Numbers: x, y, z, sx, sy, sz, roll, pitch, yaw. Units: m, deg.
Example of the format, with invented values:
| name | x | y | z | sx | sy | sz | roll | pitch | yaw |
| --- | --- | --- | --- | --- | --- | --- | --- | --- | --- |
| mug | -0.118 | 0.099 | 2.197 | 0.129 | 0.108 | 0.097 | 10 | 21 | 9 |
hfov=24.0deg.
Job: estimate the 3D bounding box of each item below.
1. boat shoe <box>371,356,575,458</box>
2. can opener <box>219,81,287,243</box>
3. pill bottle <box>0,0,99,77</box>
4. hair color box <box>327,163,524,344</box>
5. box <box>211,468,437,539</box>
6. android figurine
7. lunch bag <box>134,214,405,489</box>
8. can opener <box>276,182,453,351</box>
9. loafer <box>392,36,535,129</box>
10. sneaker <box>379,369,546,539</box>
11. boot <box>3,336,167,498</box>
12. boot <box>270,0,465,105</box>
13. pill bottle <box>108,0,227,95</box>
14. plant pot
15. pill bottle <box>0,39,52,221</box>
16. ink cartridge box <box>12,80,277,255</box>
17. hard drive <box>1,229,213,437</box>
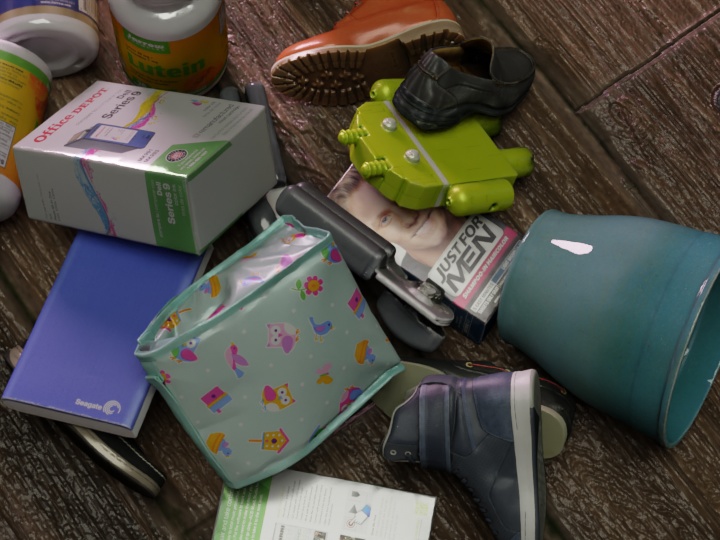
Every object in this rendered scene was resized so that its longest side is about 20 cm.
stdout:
| name | x | y | z | sx | sy | sz | roll | pitch | yaw |
| --- | --- | --- | --- | --- | --- | --- | --- | --- | --- |
| boat shoe | 0.103 | 0.121 | 1.589 | 0.200 | 0.074 | 0.063 | 13 | 30 | 14 |
| can opener | -0.098 | -0.099 | 1.660 | 0.053 | 0.067 | 0.201 | -11 | 70 | -7 |
| pill bottle | -0.321 | -0.307 | 1.708 | 0.110 | 0.111 | 0.201 | -4 | 69 | -3 |
| hair color box | 0.063 | -0.029 | 1.643 | 0.199 | 0.061 | 0.100 | 33 | 71 | 11 |
| box | -0.039 | 0.260 | 1.543 | 0.198 | 0.036 | 0.145 | 11 | 69 | 1 |
| android figurine | 0.070 | -0.118 | 1.637 | 0.199 | 0.041 | 0.183 | -6 | 49 | -34 |
| lunch bag | -0.087 | 0.077 | 1.520 | 0.200 | 0.122 | 0.171 | -38 | 117 | -15 |
| can opener | 0.000 | 0.000 | 1.579 | 0.200 | 0.053 | 0.067 | 37 | 109 | 11 |
| loafer | 0.116 | -0.194 | 1.660 | 0.073 | 0.073 | 0.200 | 41 | 37 | 19 |
| sneaker | 0.094 | 0.189 | 1.535 | 0.145 | 0.077 | 0.204 | -3 | 103 | 11 |
| boot | -0.218 | 0.100 | 1.578 | 0.200 | 0.073 | 0.151 | 40 | 73 | 21 |
| boot | 0.000 | -0.236 | 1.723 | 0.199 | 0.075 | 0.108 | -14 | 53 | -3 |
| pill bottle | -0.187 | -0.256 | 1.637 | 0.110 | 0.200 | 0.112 | 1 | 69 | -2 |
| plant pot | 0.235 | 0.036 | 1.562 | 0.187 | 0.200 | 0.201 | 21 | 69 | 21 |
| pill bottle | -0.373 | -0.114 | 1.633 | 0.110 | 0.111 | 0.201 | 10 | 69 | 2 |
| ink cartridge box | -0.201 | -0.100 | 1.586 | 0.199 | 0.088 | 0.145 | 10 | 36 | 28 |
| hard drive | -0.230 | 0.047 | 1.550 | 0.131 | 0.025 | 0.201 | 11 | 62 | 17 |
